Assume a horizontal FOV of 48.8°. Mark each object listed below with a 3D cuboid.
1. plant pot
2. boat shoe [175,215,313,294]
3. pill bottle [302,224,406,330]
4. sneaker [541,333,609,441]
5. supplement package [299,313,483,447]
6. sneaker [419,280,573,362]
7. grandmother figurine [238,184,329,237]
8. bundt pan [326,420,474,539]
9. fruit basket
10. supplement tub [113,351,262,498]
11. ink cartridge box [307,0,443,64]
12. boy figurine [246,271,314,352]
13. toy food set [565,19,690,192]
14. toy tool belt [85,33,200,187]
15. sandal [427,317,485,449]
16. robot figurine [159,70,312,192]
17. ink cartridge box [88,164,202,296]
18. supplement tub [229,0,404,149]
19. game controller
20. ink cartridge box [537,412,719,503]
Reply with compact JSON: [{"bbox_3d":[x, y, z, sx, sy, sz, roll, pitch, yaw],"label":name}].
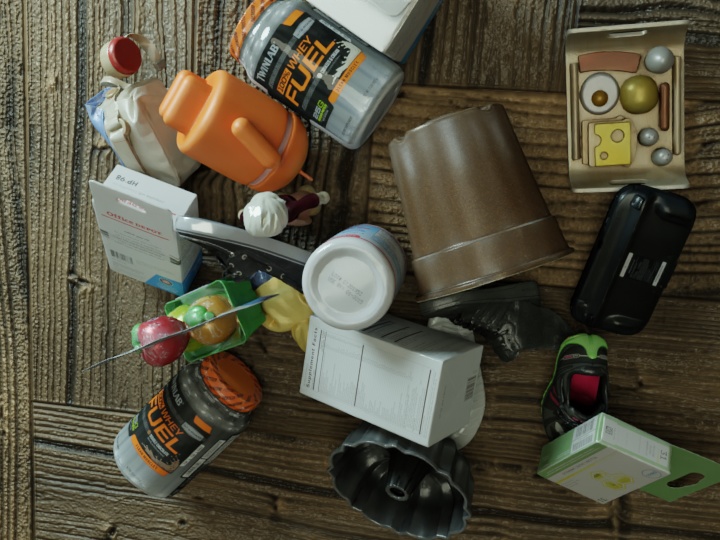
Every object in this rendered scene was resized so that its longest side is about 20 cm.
[{"bbox_3d":[0.134,-0.085,0.967,0.200,0.200,0.198,-17,90,12],"label":"plant pot"},{"bbox_3d":[-0.141,-0.014,0.990,0.200,0.070,0.066,18,89,-35],"label":"boat shoe"},{"bbox_3d":[0.000,0.000,0.991,0.109,0.200,0.109,1,100,8],"label":"pill bottle"},{"bbox_3d":[0.275,0.174,1.019,0.077,0.084,0.200,1,126,8],"label":"sneaker"},{"bbox_3d":[0.037,0.126,1.016,0.200,0.109,0.114,18,106,32],"label":"supplement package"},{"bbox_3d":[0.178,0.072,1.023,0.200,0.060,0.104,-8,87,-17],"label":"sneaker"},{"bbox_3d":[-0.097,-0.074,0.993,0.121,0.200,0.061,-23,96,13],"label":"grandmother figurine"},{"bbox_3d":[0.061,0.268,1.062,0.202,0.076,0.202,15,135,16],"label":"bundt pan"},{"bbox_3d":[-0.230,0.071,1.014,0.185,0.200,0.094,-22,85,40],"label":"fruit basket"},{"bbox_3d":[-0.238,0.212,1.108,0.123,0.123,0.200,45,103,-1],"label":"supplement tub"},{"bbox_3d":[0.021,-0.335,0.927,0.128,0.200,0.125,34,104,2],"label":"ink cartridge box"},{"bbox_3d":[-0.096,0.031,1.082,0.124,0.064,0.200,-38,93,17],"label":"boy figurine"},{"bbox_3d":[0.329,-0.198,0.974,0.143,0.060,0.200,-2,99,9],"label":"toy food set"},{"bbox_3d":[-0.302,-0.199,1.042,0.123,0.125,0.200,-4,125,37],"label":"toy tool belt"},{"bbox_3d":[0.126,0.145,1.077,0.082,0.050,0.203,-1,99,-8],"label":"sandal"},{"bbox_3d":[-0.149,-0.171,0.997,0.200,0.144,0.117,27,62,-30],"label":"robot figurine"},{"bbox_3d":[-0.274,-0.060,1.034,0.116,0.067,0.200,21,147,5],"label":"ink cartridge box"},{"bbox_3d":[-0.056,-0.253,0.995,0.200,0.123,0.123,34,103,3],"label":"supplement tub"},{"bbox_3d":[0.343,-0.009,1.003,0.104,0.042,0.200,12,116,-7],"label":"game controller"},{"bbox_3d":[0.348,0.257,1.001,0.200,0.048,0.146,25,145,-6],"label":"ink cartridge box"}]
